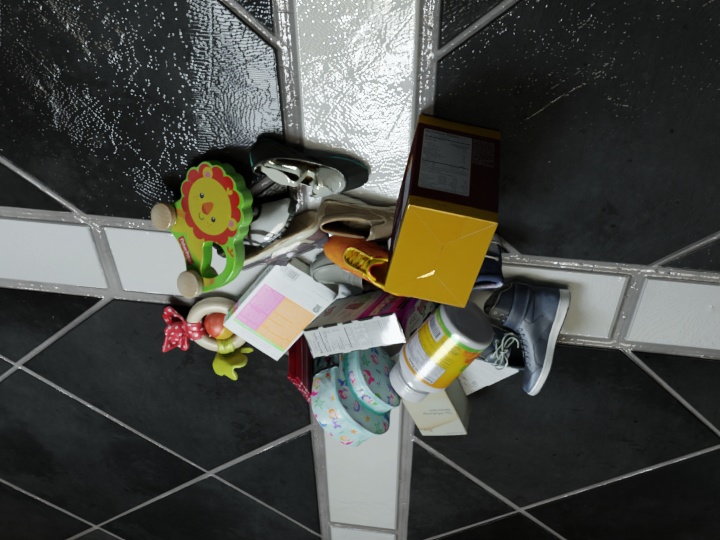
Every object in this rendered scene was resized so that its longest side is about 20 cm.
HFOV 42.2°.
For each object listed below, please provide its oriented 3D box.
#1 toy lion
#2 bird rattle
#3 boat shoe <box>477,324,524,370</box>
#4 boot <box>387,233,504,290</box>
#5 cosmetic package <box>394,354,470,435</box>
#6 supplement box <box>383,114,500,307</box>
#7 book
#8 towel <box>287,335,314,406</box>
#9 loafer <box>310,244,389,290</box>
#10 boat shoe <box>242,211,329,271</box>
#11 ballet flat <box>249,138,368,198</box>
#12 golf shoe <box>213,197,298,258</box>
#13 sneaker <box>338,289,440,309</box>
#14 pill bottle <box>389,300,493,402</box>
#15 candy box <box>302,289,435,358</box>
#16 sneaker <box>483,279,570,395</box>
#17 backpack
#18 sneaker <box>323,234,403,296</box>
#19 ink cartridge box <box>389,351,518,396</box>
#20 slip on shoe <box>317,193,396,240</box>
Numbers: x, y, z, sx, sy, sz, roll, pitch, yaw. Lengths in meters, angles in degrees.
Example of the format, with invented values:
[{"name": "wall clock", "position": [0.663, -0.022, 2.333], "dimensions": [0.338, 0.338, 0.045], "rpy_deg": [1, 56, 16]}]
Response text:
[{"name": "toy lion", "position": [-0.251, -0.075, 1.569], "dimensions": [0.190, 0.068, 0.202], "rpy_deg": [-22, 89, 33]}, {"name": "bird rattle", "position": [-0.295, 0.113, 1.861], "dimensions": [0.199, 0.113, 0.163], "rpy_deg": [35, 120, -12]}, {"name": "boat shoe", "position": [0.270, 0.150, 1.754], "dimensions": [0.198, 0.076, 0.062], "rpy_deg": [19, -177, -22]}, {"name": "boot", "position": [0.146, -0.016, 1.568], "dimensions": [0.197, 0.091, 0.073], "rpy_deg": [-1, 155, -8]}, {"name": "cosmetic package", "position": [0.144, 0.248, 1.860], "dimensions": [0.102, 0.074, 0.201], "rpy_deg": [-6, 138, 22]}, {"name": "supplement box", "position": [0.126, -0.091, 1.437], "dimensions": [0.131, 0.202, 0.198], "rpy_deg": [11, 139, -2]}, {"name": "book", "position": [-0.152, 0.067, 1.764], "dimensions": [0.133, 0.048, 0.200], "rpy_deg": [32, 121, -22]}, {"name": "towel", "position": [-0.096, 0.218, 1.875], "dimensions": [0.022, 0.146, 0.201], "rpy_deg": [-18, 132, 14]}, {"name": "loafer", "position": [0.000, 0.000, 1.665], "dimensions": [0.198, 0.070, 0.070], "rpy_deg": [-9, 139, 21]}, {"name": "boat shoe", "position": [-0.142, -0.038, 1.652], "dimensions": [0.199, 0.072, 0.065], "rpy_deg": [-26, 121, 27]}, {"name": "ballet flat", "position": [-0.086, -0.154, 1.510], "dimensions": [0.197, 0.069, 0.068], "rpy_deg": [13, 139, -4]}, {"name": "golf shoe", "position": [-0.198, -0.086, 1.604], "dimensions": [0.199, 0.078, 0.094], "rpy_deg": [-24, 129, 32]}, {"name": "sneaker", "position": [0.051, 0.069, 1.734], "dimensions": [0.198, 0.075, 0.088], "rpy_deg": [-16, 128, 28]}, {"name": "pill bottle", "position": [0.139, 0.148, 1.681], "dimensions": [0.110, 0.112, 0.200], "rpy_deg": [26, 126, -18]}, {"name": "candy box", "position": [0.015, 0.087, 1.649], "dimensions": [0.198, 0.136, 0.062], "rpy_deg": [-12, 107, 33]}, {"name": "sneaker", "position": [0.284, 0.117, 1.689], "dimensions": [0.144, 0.077, 0.205], "rpy_deg": [12, 101, -5]}, {"name": "backpack", "position": [-0.009, 0.237, 1.837], "dimensions": [0.150, 0.202, 0.177], "rpy_deg": [-25, 128, 34]}, {"name": "sneaker", "position": [0.015, -0.017, 1.588], "dimensions": [0.199, 0.074, 0.077], "rpy_deg": [24, -176, 29]}, {"name": "ink cartridge box", "position": [0.186, 0.170, 1.842], "dimensions": [0.199, 0.044, 0.173], "rpy_deg": [31, 139, -23]}, {"name": "slip on shoe", "position": [0.024, -0.076, 1.582], "dimensions": [0.198, 0.061, 0.076], "rpy_deg": [17, 139, -7]}]
